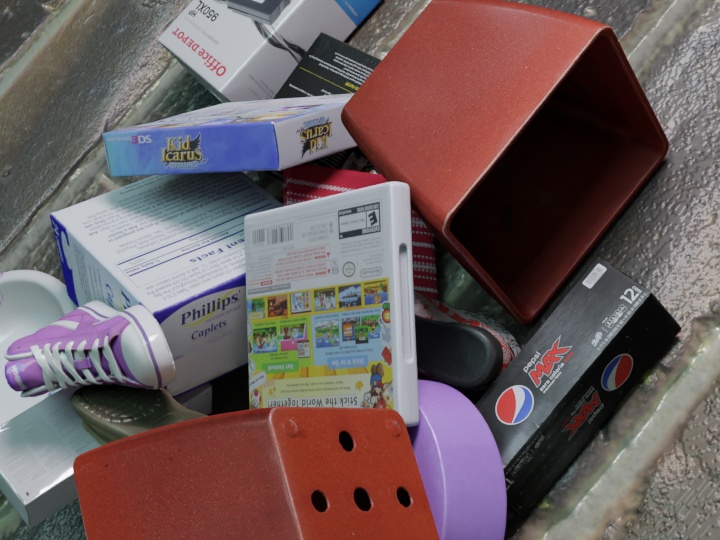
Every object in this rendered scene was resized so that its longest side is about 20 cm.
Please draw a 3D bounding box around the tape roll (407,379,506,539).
[{"bbox_3d":[0.023,0.184,1.116,0.200,0.066,0.201,-13,73,49],"label":"tape roll"}]

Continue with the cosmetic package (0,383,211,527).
[{"bbox_3d":[-0.239,0.142,1.299,0.200,0.051,0.083,-31,60,-26],"label":"cosmetic package"}]

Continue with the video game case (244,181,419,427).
[{"bbox_3d":[-0.027,0.034,1.128,0.200,0.023,0.182,-9,81,51],"label":"video game case"}]

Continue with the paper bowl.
[{"bbox_3d":[-0.336,0.108,1.417,0.200,0.104,0.201,-12,60,21],"label":"paper bowl"}]

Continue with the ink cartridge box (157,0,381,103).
[{"bbox_3d":[-0.096,-0.267,1.509,0.200,0.084,0.145,-48,48,0],"label":"ink cartridge box"}]

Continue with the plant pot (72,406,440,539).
[{"bbox_3d":[-0.056,0.191,1.005,0.176,0.200,0.200,-34,63,37],"label":"plant pot"}]

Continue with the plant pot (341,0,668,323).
[{"bbox_3d":[0.106,-0.112,1.183,0.176,0.200,0.200,38,86,35],"label":"plant pot"}]

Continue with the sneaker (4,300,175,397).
[{"bbox_3d":[-0.235,0.080,1.202,0.114,0.073,0.200,-24,12,-28],"label":"sneaker"}]

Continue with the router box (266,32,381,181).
[{"bbox_3d":[-0.009,-0.135,1.393,0.200,0.051,0.149,32,85,41],"label":"router box"}]

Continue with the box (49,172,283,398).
[{"bbox_3d":[-0.156,-0.001,1.318,0.184,0.105,0.200,-24,41,-27],"label":"box"}]

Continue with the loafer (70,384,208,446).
[{"bbox_3d":[-0.176,0.146,1.205,0.076,0.068,0.200,-24,32,-36],"label":"loafer"}]

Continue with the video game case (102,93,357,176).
[{"bbox_3d":[-0.101,-0.125,1.305,0.200,0.181,0.046,1,104,35],"label":"video game case"}]

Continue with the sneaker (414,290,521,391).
[{"bbox_3d":[0.042,0.047,1.200,0.201,0.108,0.067,24,93,25],"label":"sneaker"}]

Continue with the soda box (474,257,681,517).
[{"bbox_3d":[0.160,0.093,1.130,0.200,0.071,0.063,-49,46,-1],"label":"soda box"}]

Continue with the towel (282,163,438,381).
[{"bbox_3d":[0.000,0.000,1.251,0.022,0.144,0.200,132,141,-59],"label":"towel"}]
